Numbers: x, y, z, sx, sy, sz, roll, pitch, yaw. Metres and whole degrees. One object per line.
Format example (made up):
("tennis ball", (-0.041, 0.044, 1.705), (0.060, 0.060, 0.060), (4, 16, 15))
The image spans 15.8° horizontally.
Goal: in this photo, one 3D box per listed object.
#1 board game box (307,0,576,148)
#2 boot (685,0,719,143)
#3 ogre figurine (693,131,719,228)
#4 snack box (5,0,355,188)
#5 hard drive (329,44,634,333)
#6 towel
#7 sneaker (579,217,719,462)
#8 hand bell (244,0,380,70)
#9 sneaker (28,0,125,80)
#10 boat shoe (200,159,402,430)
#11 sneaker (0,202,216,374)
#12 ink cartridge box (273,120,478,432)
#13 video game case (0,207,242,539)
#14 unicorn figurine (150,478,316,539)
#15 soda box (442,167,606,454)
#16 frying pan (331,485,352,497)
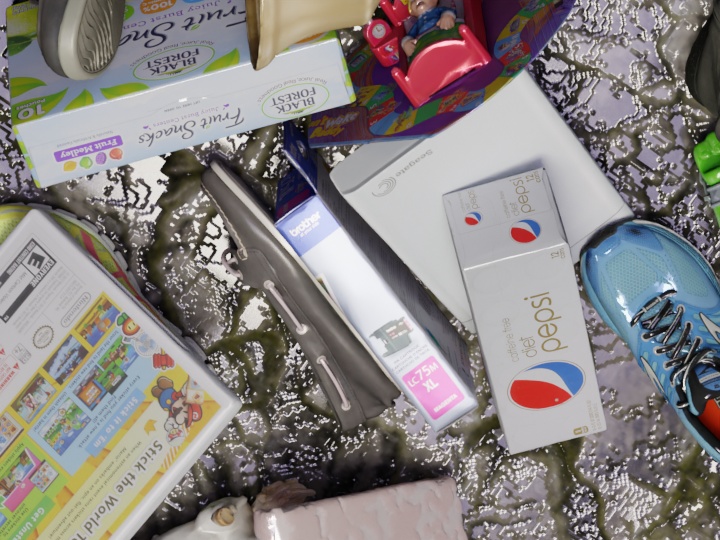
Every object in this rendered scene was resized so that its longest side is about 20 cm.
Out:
("board game box", (0.038, -0.143, 1.548), (0.039, 0.200, 0.158), (51, 62, -24))
("boot", (0.259, -0.175, 1.589), (0.067, 0.131, 0.201), (15, 102, -6))
("ogre figurine", (0.310, -0.023, 1.646), (0.199, 0.098, 0.121), (6, 92, -15))
("snack box", (-0.112, -0.132, 1.576), (0.199, 0.142, 0.053), (-16, 128, 1))
("hard drive", (0.079, -0.046, 1.602), (0.132, 0.027, 0.200), (-36, 143, 6))
("towel", (0.012, 0.237, 1.630), (0.032, 0.191, 0.201), (-12, 86, 39))
("sneaker", (0.217, 0.051, 1.661), (0.078, 0.090, 0.200), (-38, 102, 7))
("hand bell", (0.036, -0.168, 1.484), (0.199, 0.104, 0.105), (-2, 103, -8))
("sneaker", (-0.198, -0.183, 1.551), (0.106, 0.200, 0.075), (-3, 133, 5))
("boat shoe", (-0.046, 0.020, 1.656), (0.057, 0.067, 0.200), (-40, 105, 2))
("sneaker", (-0.169, 0.032, 1.642), (0.200, 0.090, 0.078), (40, 100, -9))
("ink cartridge box", (0.000, 0.000, 1.625), (0.042, 0.119, 0.200), (-34, 103, 8))
("video game case", (-0.199, 0.095, 1.600), (0.182, 0.023, 0.200), (43, 99, 14))
("unicorn figurine", (-0.130, 0.187, 1.673), (0.199, 0.137, 0.074), (-12, 94, -14))
("soda box", (0.104, 0.029, 1.613), (0.068, 0.064, 0.200), (-15, 140, 2))
("frying pan", (0.041, 0.235, 1.728), (0.189, 0.031, 0.115), (28, 96, 3))
